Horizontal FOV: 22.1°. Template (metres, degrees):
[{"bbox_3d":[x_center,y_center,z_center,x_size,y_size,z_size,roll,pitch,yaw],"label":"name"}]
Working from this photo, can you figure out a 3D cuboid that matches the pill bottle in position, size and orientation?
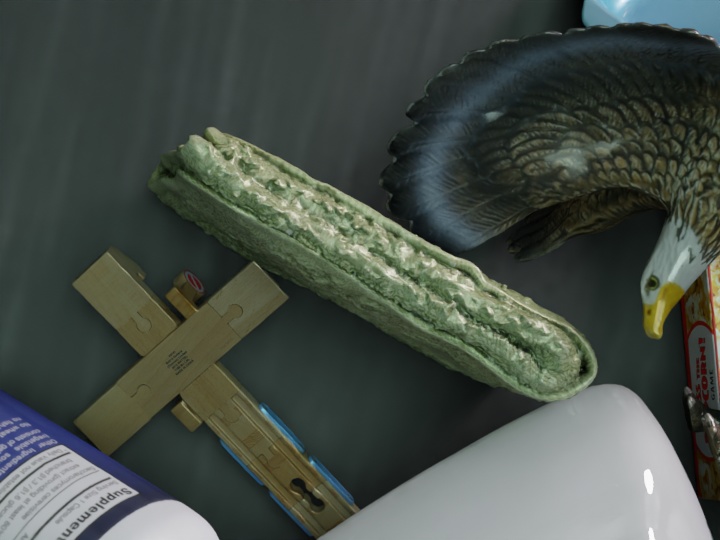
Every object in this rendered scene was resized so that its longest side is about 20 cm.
[{"bbox_3d":[-0.125,0.128,0.754,0.199,0.111,0.112,28,82,24],"label":"pill bottle"}]

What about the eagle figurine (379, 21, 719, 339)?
[{"bbox_3d":[0.128,-0.044,0.766,0.151,0.199,0.152,-46,136,-35],"label":"eagle figurine"}]

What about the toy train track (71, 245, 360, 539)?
[{"bbox_3d":[-0.052,0.067,0.842,0.115,0.033,0.200,-40,100,14],"label":"toy train track"}]

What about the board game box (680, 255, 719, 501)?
[{"bbox_3d":[0.230,0.003,0.879,0.150,0.046,0.202,-3,86,-7],"label":"board game box"}]

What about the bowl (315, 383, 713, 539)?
[{"bbox_3d":[0.078,0.174,0.791,0.199,0.075,0.201,-29,121,-7],"label":"bowl"}]

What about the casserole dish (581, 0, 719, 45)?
[{"bbox_3d":[0.195,-0.148,0.862,0.199,0.121,0.039,-32,129,-9],"label":"casserole dish"}]

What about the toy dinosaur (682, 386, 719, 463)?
[{"bbox_3d":[0.204,0.086,0.809,0.102,0.077,0.201,-16,86,0],"label":"toy dinosaur"}]

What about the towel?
[{"bbox_3d":[0.000,0.000,0.802,0.199,0.148,0.037,29,85,-7],"label":"towel"}]
